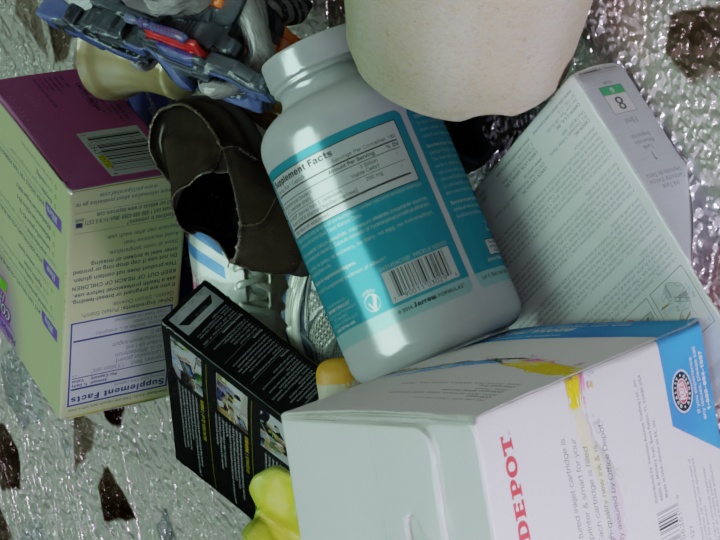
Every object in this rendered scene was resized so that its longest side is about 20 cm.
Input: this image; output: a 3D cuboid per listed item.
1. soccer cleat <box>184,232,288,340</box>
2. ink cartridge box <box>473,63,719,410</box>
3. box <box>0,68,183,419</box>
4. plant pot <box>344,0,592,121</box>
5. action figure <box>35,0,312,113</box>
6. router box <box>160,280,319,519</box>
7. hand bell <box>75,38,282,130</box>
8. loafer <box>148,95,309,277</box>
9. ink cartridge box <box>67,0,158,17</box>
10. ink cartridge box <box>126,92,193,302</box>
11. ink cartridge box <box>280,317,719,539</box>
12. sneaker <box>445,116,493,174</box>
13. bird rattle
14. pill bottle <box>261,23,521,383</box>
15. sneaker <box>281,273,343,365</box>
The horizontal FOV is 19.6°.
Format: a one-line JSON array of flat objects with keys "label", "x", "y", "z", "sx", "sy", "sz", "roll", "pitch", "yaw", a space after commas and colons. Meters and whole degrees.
[{"label": "soccer cleat", "x": -0.089, "y": -0.014, "z": 1.527, "sx": 0.086, "sy": 0.070, "sz": 0.201, "roll": -35, "pitch": 75, "yaw": 55}, {"label": "ink cartridge box", "x": 0.147, "y": 0.007, "z": 1.214, "sx": 0.201, "sy": 0.050, "sz": 0.161, "roll": 59, "pitch": 141, "yaw": 16}, {"label": "box", "x": -0.214, "y": -0.023, "z": 1.588, "sx": 0.176, "sy": 0.096, "sz": 0.201, "roll": 46, "pitch": 137, "yaw": 47}, {"label": "plant pot", "x": 0.064, "y": -0.191, "z": 1.147, "sx": 0.201, "sy": 0.200, "sz": 0.184, "roll": 48, "pitch": 150, "yaw": 33}, {"label": "action figure", "x": -0.103, "y": -0.166, "z": 1.355, "sx": 0.199, "sy": 0.193, "sz": 0.105, "roll": 23, "pitch": 86, "yaw": 23}, {"label": "router box", "x": -0.069, "y": 0.115, "z": 1.489, "sx": 0.149, "sy": 0.051, "sz": 0.200, "roll": 37, "pitch": 153, "yaw": 20}, {"label": "hand bell", "x": -0.101, "y": -0.136, "z": 1.498, "sx": 0.199, "sy": 0.104, "sz": 0.105, "roll": 29, "pitch": 127, "yaw": 33}, {"label": "loafer", "x": -0.098, "y": -0.062, "z": 1.411, "sx": 0.200, "sy": 0.071, "sz": 0.073, "roll": 40, "pitch": 126, "yaw": 47}, {"label": "ink cartridge box", "x": -0.131, "y": -0.283, "z": 1.413, "sx": 0.200, "sy": 0.084, "sz": 0.177, "roll": -30, "pitch": 76, "yaw": 38}, {"label": "ink cartridge box", "x": -0.184, "y": -0.038, "z": 1.680, "sx": 0.199, "sy": 0.047, "sz": 0.200, "roll": 65, "pitch": 148, "yaw": 15}, {"label": "ink cartridge box", "x": 0.082, "y": 0.121, "z": 1.122, "sx": 0.144, "sy": 0.199, "sz": 0.148, "roll": -3, "pitch": 100, "yaw": 45}, {"label": "sneaker", "x": 0.043, "y": -0.149, "z": 1.292, "sx": 0.081, "sy": 0.074, "sz": 0.201, "roll": 7, "pitch": 116, "yaw": 44}, {"label": "bird rattle", "x": 0.012, "y": 0.136, "z": 1.326, "sx": 0.112, "sy": 0.200, "sz": 0.164, "roll": -9, "pitch": 77, "yaw": 21}, {"label": "pill bottle", "x": 0.010, "y": -0.042, "z": 1.238, "sx": 0.111, "sy": 0.110, "sz": 0.201, "roll": -30, "pitch": 80, "yaw": 56}, {"label": "sneaker", "x": 0.000, "y": 0.000, "z": 1.404, "sx": 0.085, "sy": 0.077, "sz": 0.201, "roll": 22, "pitch": 122, "yaw": 45}]
